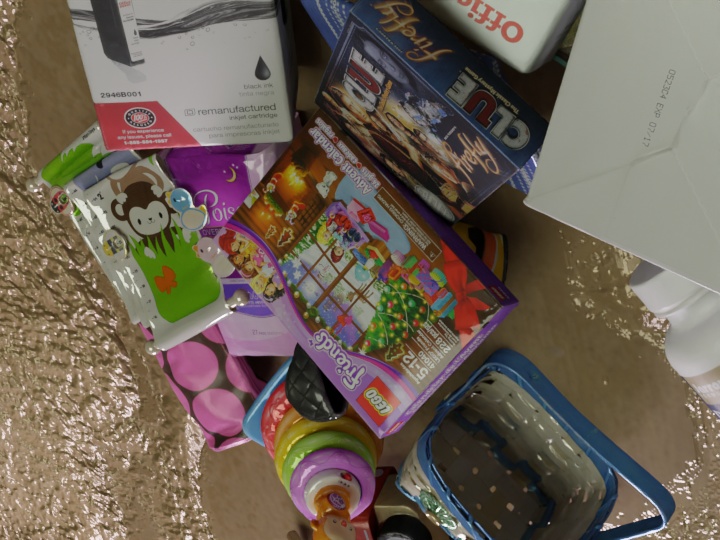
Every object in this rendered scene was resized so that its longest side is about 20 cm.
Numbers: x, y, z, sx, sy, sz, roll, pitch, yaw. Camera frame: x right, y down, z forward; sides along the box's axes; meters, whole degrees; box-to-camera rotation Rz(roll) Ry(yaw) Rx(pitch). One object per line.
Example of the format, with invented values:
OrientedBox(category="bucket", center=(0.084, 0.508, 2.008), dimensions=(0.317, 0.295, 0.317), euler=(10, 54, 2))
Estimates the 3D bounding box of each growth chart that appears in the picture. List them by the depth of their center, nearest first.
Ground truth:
OrientedBox(category="growth chart", center=(-0.179, -0.029, 1.100), dimensions=(0.144, 0.018, 0.201), euler=(-38, 86, 37))

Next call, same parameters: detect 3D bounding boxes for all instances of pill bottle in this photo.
OrientedBox(category="pill bottle", center=(0.275, 0.057, 0.912), dimensions=(0.200, 0.111, 0.111), euler=(47, 133, -4))

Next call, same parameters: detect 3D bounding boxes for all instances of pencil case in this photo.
OrientedBox(category="pencil case", center=(-0.140, 0.061, 1.203), dimensions=(0.093, 0.091, 0.201), euler=(-16, 113, 31))

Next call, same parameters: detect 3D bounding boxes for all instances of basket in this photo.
OrientedBox(category="basket", center=(0.130, 0.155, 1.053), dimensions=(0.176, 0.139, 0.200), euler=(43, 143, 1))

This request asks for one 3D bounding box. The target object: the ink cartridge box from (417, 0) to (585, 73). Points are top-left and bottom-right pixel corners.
OrientedBox(category="ink cartridge box", center=(0.096, -0.239, 0.804), dimensions=(0.146, 0.083, 0.201), euler=(33, 112, 8))

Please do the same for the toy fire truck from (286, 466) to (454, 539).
OrientedBox(category="toy fire truck", center=(-0.001, 0.262, 1.241), dimensions=(0.198, 0.129, 0.178), euler=(-6, 117, 24))

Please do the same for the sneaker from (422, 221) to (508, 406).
OrientedBox(category="sneaker", center=(0.035, 0.034, 1.060), dimensions=(0.089, 0.070, 0.201), euler=(20, 129, -16))

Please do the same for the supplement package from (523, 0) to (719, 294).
OrientedBox(category="supplement package", center=(0.212, -0.130, 0.764), dimensions=(0.146, 0.200, 0.193), euler=(26, 132, 15))

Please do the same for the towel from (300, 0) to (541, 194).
OrientedBox(category="towel", center=(0.048, -0.122, 0.910), dimensions=(0.199, 0.024, 0.145), euler=(32, 166, 43))

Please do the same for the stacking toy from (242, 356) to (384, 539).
OrientedBox(category="stacking toy", center=(-0.027, 0.163, 1.104), dimensions=(0.115, 0.201, 0.110), euler=(33, 110, -19))

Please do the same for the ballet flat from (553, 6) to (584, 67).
OrientedBox(category="ballet flat", center=(0.086, -0.201, 0.898), dimensions=(0.199, 0.071, 0.071), euler=(31, 132, 12))

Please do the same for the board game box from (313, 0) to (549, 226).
OrientedBox(category="board game box", center=(0.039, -0.101, 0.871), dimensions=(0.135, 0.035, 0.200), euler=(43, 169, 0))

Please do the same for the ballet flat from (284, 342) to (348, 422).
OrientedBox(category="ballet flat", center=(-0.012, 0.018, 1.054), dimensions=(0.056, 0.066, 0.203), euler=(9, 88, 44))

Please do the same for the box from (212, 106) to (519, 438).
OrientedBox(category="box", center=(0.000, 0.000, 0.985), dimensions=(0.200, 0.039, 0.137), euler=(48, 111, 16))

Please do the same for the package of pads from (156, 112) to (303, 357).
OrientedBox(category="package of pads", center=(-0.078, -0.023, 1.110), dimensions=(0.119, 0.076, 0.202), euler=(-3, 119, 31))

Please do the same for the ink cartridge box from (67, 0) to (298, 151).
OrientedBox(category="ink cartridge box", center=(-0.124, -0.189, 0.949), dimensions=(0.142, 0.084, 0.201), euler=(-3, 134, 3))
